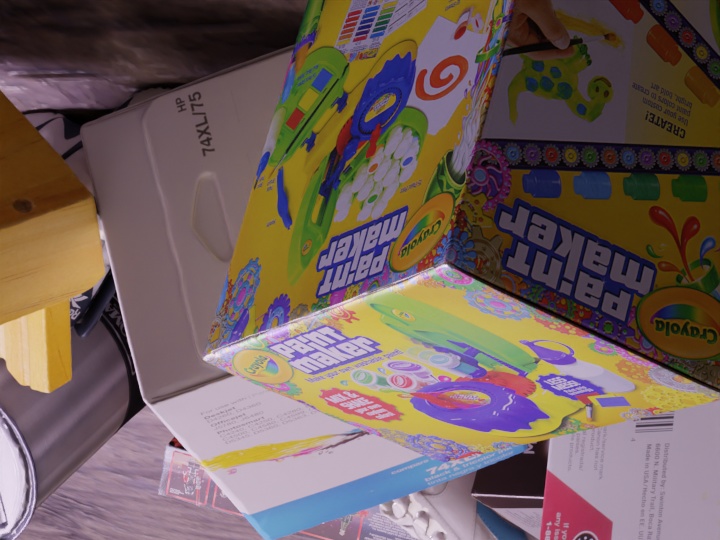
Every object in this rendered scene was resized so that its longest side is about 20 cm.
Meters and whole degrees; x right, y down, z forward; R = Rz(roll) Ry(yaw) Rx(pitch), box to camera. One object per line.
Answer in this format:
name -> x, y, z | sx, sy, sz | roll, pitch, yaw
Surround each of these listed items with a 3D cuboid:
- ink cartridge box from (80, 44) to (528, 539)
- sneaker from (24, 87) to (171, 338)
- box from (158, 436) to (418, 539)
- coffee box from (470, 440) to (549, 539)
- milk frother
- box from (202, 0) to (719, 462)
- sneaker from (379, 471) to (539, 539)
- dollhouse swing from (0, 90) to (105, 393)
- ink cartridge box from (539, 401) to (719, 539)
ink cartridge box -> -0.023, 0.011, 1.082 | 0.145, 0.148, 0.200 | -19, 154, 6
sneaker -> -0.130, -0.018, 1.186 | 0.198, 0.131, 0.079 | 0, 156, 37
box -> -0.021, 0.137, 1.537 | 0.198, 0.040, 0.137 | 14, -162, 9
coffee box -> 0.171, 0.091, 1.264 | 0.199, 0.114, 0.080 | -3, 152, 42
milk frother -> -0.229, 0.062, 1.330 | 0.181, 0.188, 0.200 | 46, 127, 0
box -> 0.054, -0.048, 0.863 | 0.121, 0.194, 0.200 | 24, 160, -22
sneaker -> 0.053, 0.139, 1.360 | 0.080, 0.202, 0.076 | -20, 178, -18
dollhouse swing -> -0.235, -0.022, 1.064 | 0.200, 0.181, 0.177 | 46, 136, 24
ink cartridge box -> 0.181, 0.094, 0.994 | 0.199, 0.147, 0.083 | -6, 159, 43
